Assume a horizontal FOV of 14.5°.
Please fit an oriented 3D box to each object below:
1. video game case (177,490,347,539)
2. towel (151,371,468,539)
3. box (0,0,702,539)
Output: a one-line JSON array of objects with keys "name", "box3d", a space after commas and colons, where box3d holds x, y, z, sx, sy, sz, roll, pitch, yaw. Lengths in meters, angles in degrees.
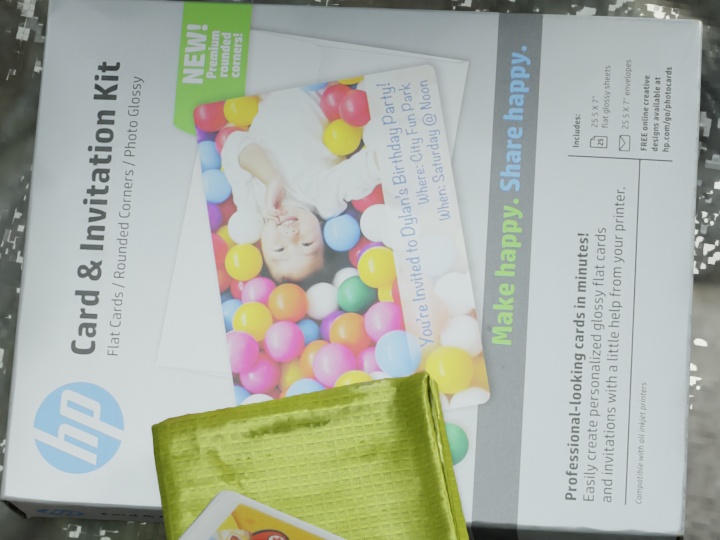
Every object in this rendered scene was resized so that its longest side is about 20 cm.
[{"name": "video game case", "box3d": [0.015, 0.140, 0.688, 0.199, 0.182, 0.023, 21, 122, 14]}, {"name": "towel", "box3d": [-0.003, 0.129, 0.774, 0.085, 0.018, 0.201, -9, 71, -3]}, {"name": "box", "box3d": [0.000, 0.000, 0.845, 0.198, 0.041, 0.157, 3, 76, 6]}]
